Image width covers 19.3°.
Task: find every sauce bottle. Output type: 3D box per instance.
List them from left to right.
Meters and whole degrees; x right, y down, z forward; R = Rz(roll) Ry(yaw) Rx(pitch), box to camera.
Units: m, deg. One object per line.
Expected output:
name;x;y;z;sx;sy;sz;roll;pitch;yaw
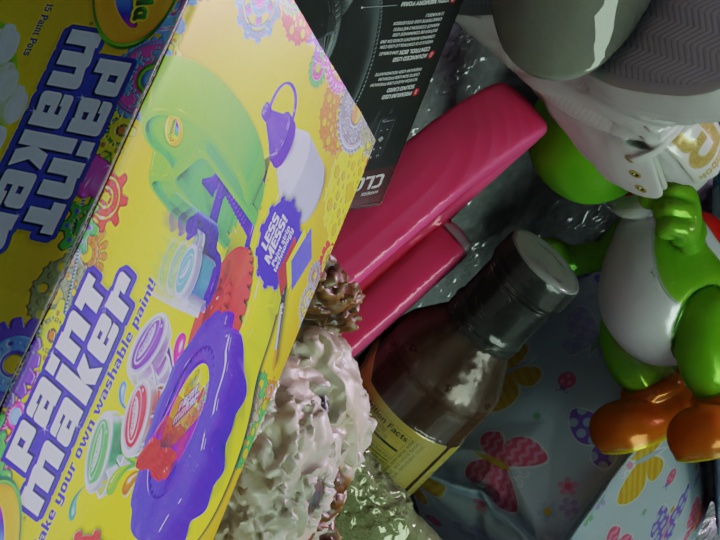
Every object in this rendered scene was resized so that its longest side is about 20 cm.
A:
sauce bottle;0.021;0.062;0.977;0.200;0.065;0.065;-46;150;22

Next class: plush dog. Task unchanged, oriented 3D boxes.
plush dog;-0.067;0.072;0.760;0.172;0.160;0.201;-14;117;-44

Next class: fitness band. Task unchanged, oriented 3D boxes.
fitness band;0.000;0.000;0.891;0.200;0.037;0.144;-42;172;-8

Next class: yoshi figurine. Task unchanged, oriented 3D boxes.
yoshi figurine;0.121;-0.012;0.968;0.112;0.201;0.112;-9;-174;8

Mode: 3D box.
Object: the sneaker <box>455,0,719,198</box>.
sneaker;0.122;-0.075;0.818;0.074;0.200;0.116;-50;121;-4

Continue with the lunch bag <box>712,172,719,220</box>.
lunch bag;0.227;0.031;1.093;0.082;0.201;0.161;-4;155;9

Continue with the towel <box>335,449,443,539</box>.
towel;-0.042;0.167;0.976;0.200;0.037;0.148;-38;107;18

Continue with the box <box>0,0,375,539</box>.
box;-0.130;0.003;0.577;0.200;0.192;0.122;-67;152;-20

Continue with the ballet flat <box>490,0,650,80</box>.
ballet flat;0.089;-0.167;0.750;0.200;0.067;0.064;-69;160;-10

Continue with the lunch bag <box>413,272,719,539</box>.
lunch bag;0.131;0.093;1.118;0.200;0.127;0.170;-48;151;-22

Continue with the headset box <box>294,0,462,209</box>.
headset box;-0.039;-0.099;0.747;0.149;0.077;0.200;-11;135;-42
